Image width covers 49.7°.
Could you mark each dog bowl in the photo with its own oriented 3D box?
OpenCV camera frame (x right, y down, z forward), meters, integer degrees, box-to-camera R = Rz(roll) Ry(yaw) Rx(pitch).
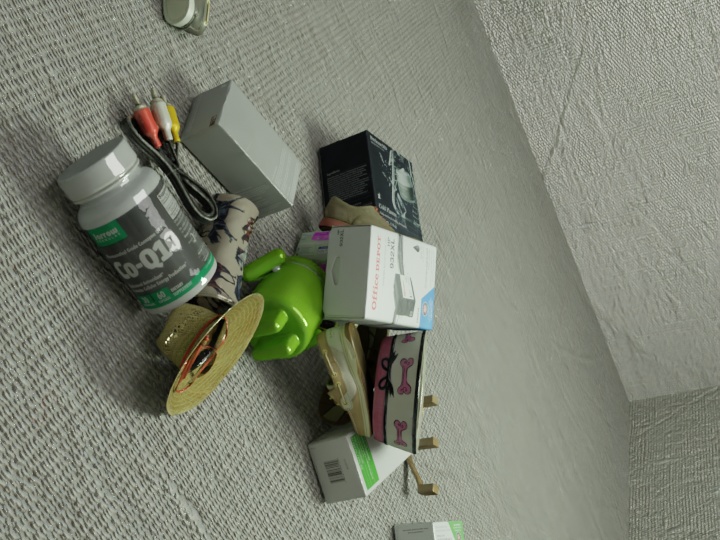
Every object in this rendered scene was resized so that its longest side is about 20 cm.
[{"bbox_3d":[0.065,0.195,1.273,0.200,0.073,0.203,4,90,-83],"label":"dog bowl"}]

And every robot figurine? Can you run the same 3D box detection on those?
[{"bbox_3d":[-0.113,0.056,1.209,0.177,0.115,0.200,64,29,-24],"label":"robot figurine"}]

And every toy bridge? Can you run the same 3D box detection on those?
[{"bbox_3d":[0.122,0.346,1.552,0.027,0.067,0.202,39,45,-48],"label":"toy bridge"}]

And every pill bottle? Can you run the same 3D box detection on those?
[{"bbox_3d":[-0.276,-0.055,0.965,0.201,0.112,0.114,59,31,-26],"label":"pill bottle"}]

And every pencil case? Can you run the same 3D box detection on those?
[{"bbox_3d":[-0.198,-0.021,1.132,0.090,0.077,0.202,67,23,-52],"label":"pencil case"}]

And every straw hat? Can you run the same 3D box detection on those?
[{"bbox_3d":[-0.218,0.087,1.019,0.085,0.202,0.201,32,27,11],"label":"straw hat"}]

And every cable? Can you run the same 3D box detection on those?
[{"bbox_3d":[-0.262,-0.158,1.082,0.201,0.050,0.097,59,28,3],"label":"cable"}]

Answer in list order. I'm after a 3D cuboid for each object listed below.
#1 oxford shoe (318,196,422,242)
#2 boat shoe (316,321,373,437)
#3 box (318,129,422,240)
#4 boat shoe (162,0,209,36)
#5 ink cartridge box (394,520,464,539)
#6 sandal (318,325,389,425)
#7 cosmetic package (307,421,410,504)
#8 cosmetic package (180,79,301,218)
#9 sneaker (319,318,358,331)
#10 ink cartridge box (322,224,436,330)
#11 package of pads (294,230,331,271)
[{"bbox_3d":[0.029,-0.080,1.400,0.198,0.070,0.076,19,75,-8],"label":"oxford shoe"},{"bbox_3d":[-0.021,0.174,1.223,0.074,0.066,0.202,-74,153,-66],"label":"boat shoe"},{"bbox_3d":[0.023,-0.143,1.568,0.199,0.123,0.199,22,55,-57],"label":"box"},{"bbox_3d":[-0.274,-0.473,1.238,0.060,0.071,0.204,21,64,-59],"label":"boat shoe"},{"bbox_3d":[0.139,0.574,1.446,0.145,0.087,0.202,27,55,-56],"label":"ink cartridge box"},{"bbox_3d":[-0.004,0.178,1.347,0.054,0.080,0.201,76,37,-66],"label":"sandal"},{"bbox_3d":[0.003,0.306,1.332,0.200,0.084,0.109,-21,91,-62],"label":"cosmetic package"},{"bbox_3d":[-0.185,-0.189,1.240,0.200,0.090,0.108,47,38,-37],"label":"cosmetic package"},{"bbox_3d":[-0.011,0.101,1.425,0.200,0.075,0.077,38,45,-51],"label":"sneaker"},{"bbox_3d":[0.036,0.016,1.253,0.199,0.083,0.147,14,78,-53],"label":"ink cartridge box"},{"bbox_3d":[0.000,0.000,1.403,0.200,0.153,0.069,44,54,-45],"label":"package of pads"}]
